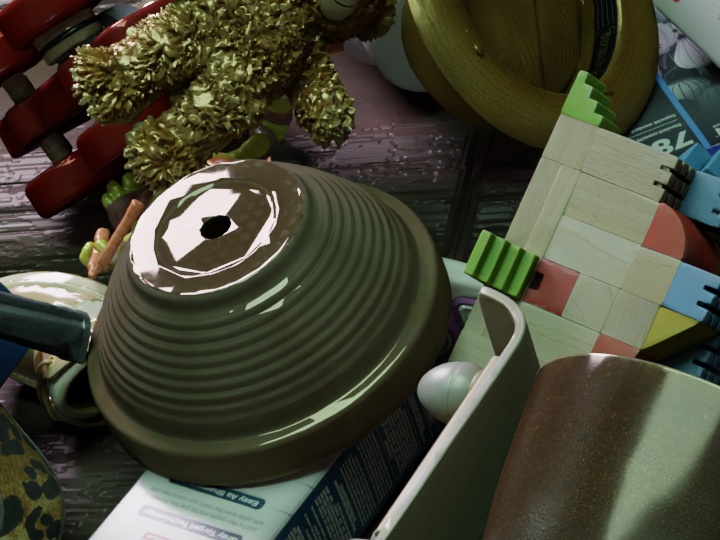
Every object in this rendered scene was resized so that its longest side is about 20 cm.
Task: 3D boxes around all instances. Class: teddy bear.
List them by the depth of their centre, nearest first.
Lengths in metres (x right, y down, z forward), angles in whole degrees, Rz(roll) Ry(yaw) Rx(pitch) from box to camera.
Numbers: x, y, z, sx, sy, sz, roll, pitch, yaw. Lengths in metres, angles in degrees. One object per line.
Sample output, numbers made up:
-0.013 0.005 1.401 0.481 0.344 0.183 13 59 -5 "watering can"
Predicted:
-0.065 -0.126 1.565 0.200 0.067 0.145 -20 77 -15 "teddy bear"

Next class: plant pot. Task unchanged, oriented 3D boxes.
0.121 0.172 1.288 0.187 0.187 0.200 14 64 34 "plant pot"
-0.061 0.008 1.486 0.201 0.093 0.201 -14 43 14 "plant pot"

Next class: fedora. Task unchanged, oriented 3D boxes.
0.081 -0.148 1.636 0.082 0.201 0.201 -34 21 47 "fedora"

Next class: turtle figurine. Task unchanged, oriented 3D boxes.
-0.088 -0.055 1.653 0.200 0.064 0.161 -46 11 -11 "turtle figurine"

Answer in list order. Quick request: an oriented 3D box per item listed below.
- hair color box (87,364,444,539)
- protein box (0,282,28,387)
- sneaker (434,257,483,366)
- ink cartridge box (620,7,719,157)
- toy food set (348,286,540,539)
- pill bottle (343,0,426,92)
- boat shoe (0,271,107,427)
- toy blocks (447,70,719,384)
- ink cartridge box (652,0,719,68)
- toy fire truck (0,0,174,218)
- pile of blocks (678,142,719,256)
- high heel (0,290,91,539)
-0.049 0.113 1.492 0.100 0.061 0.200 14 49 35 "hair color box"
-0.322 0.039 1.527 0.135 0.200 0.199 7 57 51 "protein box"
0.000 0.000 1.590 0.200 0.075 0.100 3 46 25 "sneaker"
0.187 -0.089 1.648 0.099 0.039 0.200 -22 40 -4 "ink cartridge box"
0.037 0.125 1.380 0.060 0.144 0.200 13 49 32 "toy food set"
0.014 -0.198 1.782 0.113 0.113 0.200 -23 41 -5 "pill bottle"
-0.151 0.053 1.591 0.200 0.074 0.069 9 41 29 "boat shoe"
0.139 0.013 1.474 0.137 0.100 0.200 23 87 32 "toy blocks"
0.265 -0.161 1.580 0.083 0.145 0.200 -11 43 -31 "ink cartridge box"
-0.141 -0.130 1.722 0.168 0.112 0.200 -34 1 -34 "toy fire truck"
0.225 -0.040 1.525 0.200 0.082 0.062 17 40 23 "pile of blocks"
-0.225 0.100 1.479 0.071 0.143 0.200 -9 70 57 "high heel"
